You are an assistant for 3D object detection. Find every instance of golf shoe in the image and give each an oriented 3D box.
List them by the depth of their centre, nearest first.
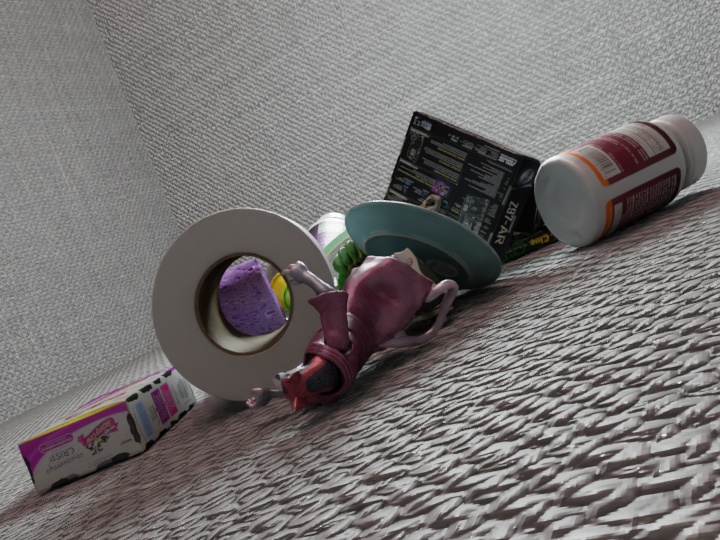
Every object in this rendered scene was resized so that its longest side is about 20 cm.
[{"bbox_3d":[0.055,0.019,0.828,0.076,0.090,0.200,-24,2,-9],"label":"golf shoe"}]

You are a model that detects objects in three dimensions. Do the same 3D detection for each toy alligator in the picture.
[{"bbox_3d":[0.021,-0.042,0.944,0.054,0.060,0.200,21,-53,-42],"label":"toy alligator"}]

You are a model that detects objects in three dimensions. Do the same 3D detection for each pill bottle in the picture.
[{"bbox_3d":[0.325,-0.117,0.884,0.197,0.116,0.114,-24,3,-21],"label":"pill bottle"},{"bbox_3d":[-0.052,-0.016,1.265,0.111,0.113,0.202,-21,33,16],"label":"pill bottle"}]

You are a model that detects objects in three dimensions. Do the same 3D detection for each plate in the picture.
[{"bbox_3d":[0.069,-0.018,0.841,0.199,0.198,0.026,-17,46,59],"label":"plate"}]

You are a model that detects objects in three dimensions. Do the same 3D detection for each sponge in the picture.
[{"bbox_3d":[-0.159,0.070,0.968,0.110,0.030,0.201,-22,-36,-3],"label":"sponge"}]

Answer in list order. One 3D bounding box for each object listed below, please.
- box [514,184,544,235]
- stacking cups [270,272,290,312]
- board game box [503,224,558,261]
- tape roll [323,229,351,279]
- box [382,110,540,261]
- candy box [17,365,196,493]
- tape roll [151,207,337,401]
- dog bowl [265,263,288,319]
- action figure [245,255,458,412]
[{"bbox_3d":[0.189,-0.121,1.092,0.196,0.081,0.141,13,16,23],"label":"box"},{"bbox_3d":[-0.057,0.048,0.953,0.060,0.062,0.199,-23,23,-25],"label":"stacking cups"},{"bbox_3d":[0.242,-0.044,1.109,0.103,0.024,0.200,-24,3,1],"label":"board game box"},{"bbox_3d":[0.000,0.000,1.063,0.198,0.048,0.202,-30,29,18],"label":"tape roll"},{"bbox_3d":[0.121,-0.102,0.934,0.043,0.163,0.199,5,21,-44],"label":"box"},{"bbox_3d":[-0.294,0.181,0.856,0.134,0.062,0.200,-22,4,4],"label":"candy box"},{"bbox_3d":[-0.125,0.033,0.814,0.199,0.206,0.139,-22,3,-2],"label":"tape roll"},{"bbox_3d":[-0.149,0.029,1.316,0.057,0.205,0.200,11,4,0],"label":"dog bowl"},{"bbox_3d":[-0.012,0.072,0.632,0.146,0.136,0.200,21,29,10],"label":"action figure"}]
